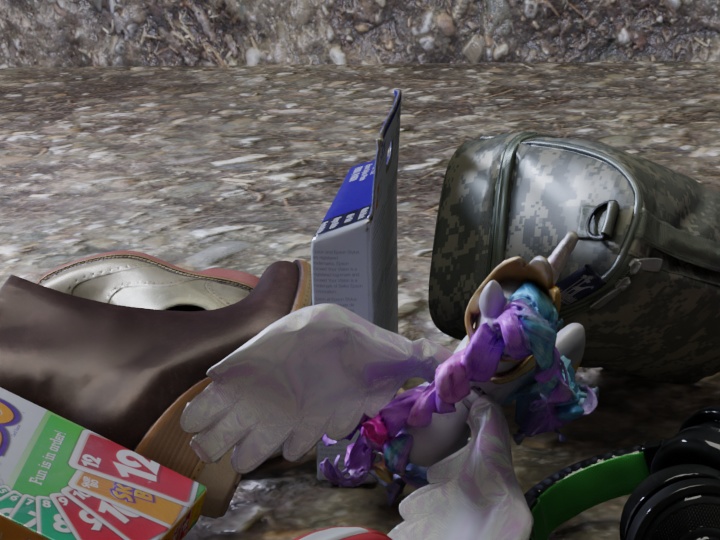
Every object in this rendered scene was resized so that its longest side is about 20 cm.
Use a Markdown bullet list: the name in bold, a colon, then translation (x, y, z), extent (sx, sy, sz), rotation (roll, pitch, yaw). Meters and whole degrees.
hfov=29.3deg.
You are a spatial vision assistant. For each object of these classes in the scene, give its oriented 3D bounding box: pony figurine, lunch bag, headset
- **pony figurine**: translation (0.036, 0.068, 0.667), extent (0.193, 0.167, 0.200), rotation (-44, -13, -3)
- **lunch bag**: translation (0.162, -0.007, 0.856), extent (0.199, 0.141, 0.167), rotation (15, -10, -38)
- **headset**: translation (0.168, 0.125, 0.646), extent (0.199, 0.095, 0.123), rotation (-12, 13, 30)

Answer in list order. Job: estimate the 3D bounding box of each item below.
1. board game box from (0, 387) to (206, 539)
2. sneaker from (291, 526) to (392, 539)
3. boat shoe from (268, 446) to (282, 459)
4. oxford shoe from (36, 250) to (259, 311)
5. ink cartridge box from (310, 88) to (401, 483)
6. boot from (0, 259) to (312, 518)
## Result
- **board game box**: translation (-0.179, 0.088, 0.646), extent (0.199, 0.030, 0.096), rotation (22, 20, 10)
- **sneaker**: translation (-0.009, 0.157, 0.469), extent (0.115, 0.079, 0.200), rotation (-8, 22, 39)
- **boat shoe**: translation (-0.131, 0.079, 0.837), extent (0.198, 0.065, 0.072), rotation (2, 13, 13)
- **oxford shoe**: translation (-0.164, 0.030, 1.026), extent (0.198, 0.071, 0.075), rotation (0, 21, 16)
- **ink cartridge box**: translation (0.000, 0.000, 0.847), extent (0.040, 0.202, 0.200), rotation (2, 15, 5)
- **boot**: translation (-0.121, 0.034, 0.774), extent (0.165, 0.073, 0.201), rotation (25, 43, -2)
